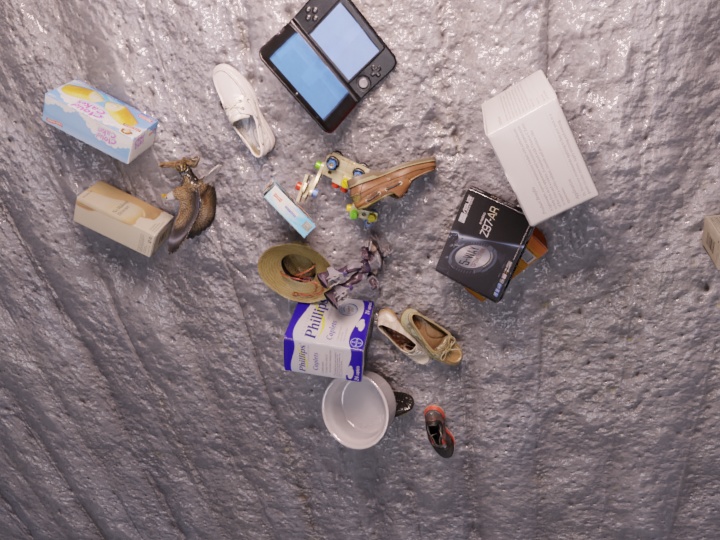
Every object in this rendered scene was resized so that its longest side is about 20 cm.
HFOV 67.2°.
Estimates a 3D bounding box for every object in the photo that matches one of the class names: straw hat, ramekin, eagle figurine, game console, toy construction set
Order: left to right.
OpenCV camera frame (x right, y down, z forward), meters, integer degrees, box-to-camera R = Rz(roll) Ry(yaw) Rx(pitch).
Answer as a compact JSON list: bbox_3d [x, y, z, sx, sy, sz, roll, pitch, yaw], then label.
[{"bbox_3d":[-0.392,-0.154,1.243,0.150,0.150,0.204,12,114,48],"label":"eagle figurine"},{"bbox_3d":[-0.146,-0.019,1.310,0.197,0.086,0.203,5,136,5],"label":"straw hat"},{"bbox_3d":[-0.057,-0.401,1.022,0.171,0.119,0.200,-34,111,29],"label":"game console"},{"bbox_3d":[-0.041,-0.179,1.187,0.197,0.093,0.132,16,125,-12],"label":"toy construction set"},{"bbox_3d":[0.002,0.371,1.479,0.197,0.097,0.205,1,92,25],"label":"ramekin"}]

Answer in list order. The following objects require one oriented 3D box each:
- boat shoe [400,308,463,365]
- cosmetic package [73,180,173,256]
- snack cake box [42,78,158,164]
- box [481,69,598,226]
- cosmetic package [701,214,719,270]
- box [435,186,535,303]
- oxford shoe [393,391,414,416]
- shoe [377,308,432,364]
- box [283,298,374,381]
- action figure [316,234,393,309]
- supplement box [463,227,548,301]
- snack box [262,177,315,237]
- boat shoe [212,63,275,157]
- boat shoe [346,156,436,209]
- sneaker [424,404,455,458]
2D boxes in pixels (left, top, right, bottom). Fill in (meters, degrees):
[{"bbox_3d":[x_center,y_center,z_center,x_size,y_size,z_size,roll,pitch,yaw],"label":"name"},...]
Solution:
[{"bbox_3d":[0.184,0.172,1.361,0.199,0.063,0.074,37,80,-12],"label":"boat shoe"},{"bbox_3d":[-0.569,-0.126,1.310,0.197,0.106,0.072,26,123,-7],"label":"cosmetic package"},{"bbox_3d":[-0.562,-0.326,1.179,0.198,0.116,0.068,27,124,-7],"label":"snack cake box"},{"bbox_3d":[0.325,-0.229,1.005,0.129,0.201,0.200,-24,116,23],"label":"box"},{"bbox_3d":[0.801,-0.065,1.070,0.196,0.106,0.072,-5,124,17],"label":"cosmetic package"},{"bbox_3d":[0.269,-0.056,1.168,0.159,0.043,0.203,29,116,20],"label":"box"},{"bbox_3d":[0.074,0.402,1.555,0.198,0.074,0.085,-21,132,27],"label":"oxford shoe"},{"bbox_3d":[0.112,0.184,1.405,0.070,0.054,0.200,-35,110,29],"label":"shoe"},{"bbox_3d":[-0.075,0.160,1.351,0.196,0.185,0.106,7,126,7],"label":"box"},{"bbox_3d":[0.000,0.000,1.258,0.198,0.069,0.132,-33,125,-19],"label":"action figure"},{"bbox_3d":[0.322,-0.020,1.222,0.069,0.067,0.200,38,122,-16],"label":"supplement box"},{"bbox_3d":[-0.157,-0.140,1.169,0.037,0.200,0.116,-44,108,2],"label":"snack box"},{"bbox_3d":[-0.248,-0.332,1.137,0.070,0.070,0.202,-20,116,25],"label":"boat shoe"},{"bbox_3d":[0.070,-0.181,1.129,0.197,0.072,0.069,-19,94,-8],"label":"boat shoe"},{"bbox_3d":[0.221,0.483,1.560,0.076,0.082,0.202,-12,119,19],"label":"sneaker"}]
